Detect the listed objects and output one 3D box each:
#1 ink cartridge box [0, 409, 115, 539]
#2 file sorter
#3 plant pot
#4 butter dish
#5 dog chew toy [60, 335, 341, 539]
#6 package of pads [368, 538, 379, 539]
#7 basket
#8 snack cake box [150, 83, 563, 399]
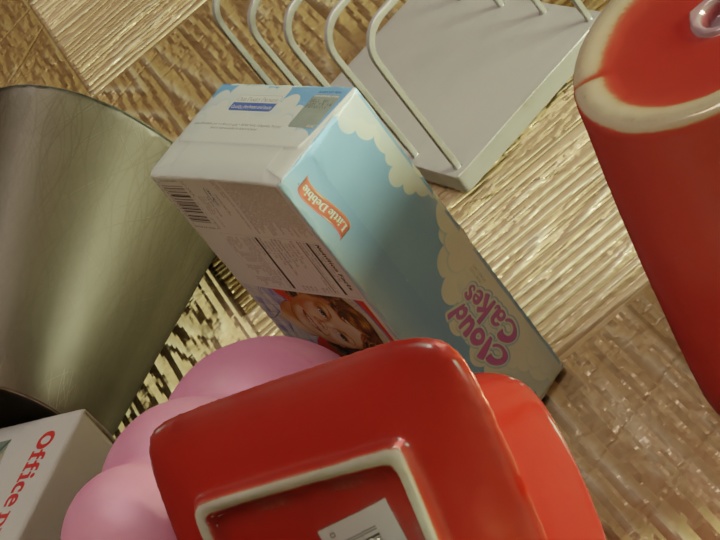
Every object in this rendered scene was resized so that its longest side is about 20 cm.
[{"bbox_3d":[-0.225,0.170,1.295,0.199,0.084,0.146,-15,37,36],"label":"ink cartridge box"},{"bbox_3d":[0.023,-0.154,1.408,0.139,0.125,0.200,-49,32,-14],"label":"file sorter"},{"bbox_3d":[0.198,-0.052,1.026,0.200,0.178,0.201,-28,31,19],"label":"plant pot"},{"bbox_3d":[0.036,0.123,1.007,0.199,0.201,0.148,-20,3,42],"label":"butter dish"},{"bbox_3d":[-0.069,0.110,1.113,0.124,0.125,0.200,-15,9,36],"label":"dog chew toy"},{"bbox_3d":[0.028,0.216,0.848,0.155,0.200,0.068,-46,-3,-11],"label":"package of pads"},{"bbox_3d":[-0.184,0.018,1.375,0.136,0.180,0.201,-29,34,45],"label":"basket"},{"bbox_3d":[0.000,0.000,1.152,0.115,0.200,0.067,7,52,51],"label":"snack cake box"}]
